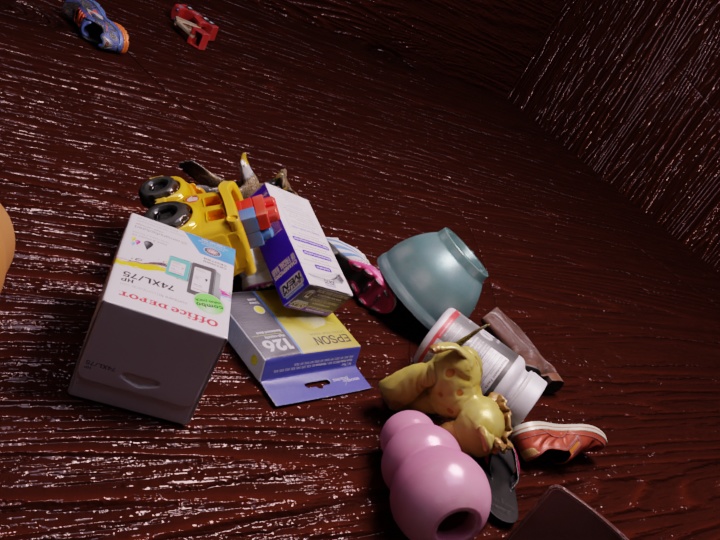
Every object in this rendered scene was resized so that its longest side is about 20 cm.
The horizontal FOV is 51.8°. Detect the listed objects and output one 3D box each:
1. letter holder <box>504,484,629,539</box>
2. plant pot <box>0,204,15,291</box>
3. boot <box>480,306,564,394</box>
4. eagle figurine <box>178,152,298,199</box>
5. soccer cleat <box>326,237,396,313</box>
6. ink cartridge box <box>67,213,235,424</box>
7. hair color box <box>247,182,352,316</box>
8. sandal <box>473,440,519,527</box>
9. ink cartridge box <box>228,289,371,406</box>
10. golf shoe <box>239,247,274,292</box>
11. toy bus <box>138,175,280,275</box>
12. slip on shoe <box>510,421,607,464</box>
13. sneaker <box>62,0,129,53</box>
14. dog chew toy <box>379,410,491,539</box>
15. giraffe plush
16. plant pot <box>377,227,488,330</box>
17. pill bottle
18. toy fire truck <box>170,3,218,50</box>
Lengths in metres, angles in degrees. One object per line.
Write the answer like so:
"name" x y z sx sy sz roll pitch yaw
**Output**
"letter holder" 0.306 0.365 0.940 0.200 0.142 0.101 42 29 24
"plant pot" -0.471 -0.024 0.808 0.200 0.200 0.140 26 10 -7
"boot" 0.274 0.140 1.397 0.186 0.064 0.200 23 27 -44
"eagle figurine" -0.224 -0.142 1.359 0.200 0.151 0.152 -11 -5 -13
"soccer cleat" 0.000 0.000 1.361 0.200 0.070 0.086 39 28 19
"ink cartridge box" -0.250 0.057 0.916 0.147 0.146 0.200 20 28 -19
"hair color box" -0.100 -0.032 1.159 0.109 0.065 0.200 18 38 -52
"sandal" 0.205 0.286 1.089 0.075 0.045 0.200 24 27 -10
"ink cartridge box" -0.098 0.105 1.106 0.197 0.047 0.200 -1 37 -48
"golf shoe" -0.144 -0.028 1.221 0.092 0.075 0.200 65 20 -5
"toy bus" -0.217 -0.072 1.101 0.192 0.136 0.200 -20 39 -7
"slip on shoe" 0.326 0.285 1.202 0.200 0.074 0.061 11 54 -34
"sneaker" -0.637 -0.585 1.752 0.200 0.075 0.078 36 30 16
"dog chew toy" 0.083 0.255 0.946 0.124 0.125 0.200 16 21 -25
"giraffe plush" 0.145 0.196 1.058 0.172 0.200 0.162 -5 61 -42
"plant pot" 0.147 0.008 1.356 0.200 0.134 0.200 44 15 -15
"pill bottle" 0.198 0.163 1.223 0.200 0.114 0.114 36 27 12
"toy fire truck" -0.490 -0.709 2.147 0.200 0.049 0.141 37 27 15
